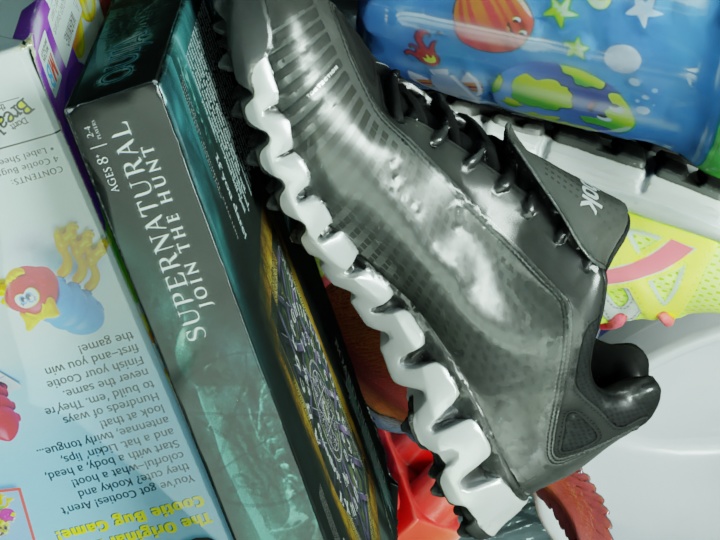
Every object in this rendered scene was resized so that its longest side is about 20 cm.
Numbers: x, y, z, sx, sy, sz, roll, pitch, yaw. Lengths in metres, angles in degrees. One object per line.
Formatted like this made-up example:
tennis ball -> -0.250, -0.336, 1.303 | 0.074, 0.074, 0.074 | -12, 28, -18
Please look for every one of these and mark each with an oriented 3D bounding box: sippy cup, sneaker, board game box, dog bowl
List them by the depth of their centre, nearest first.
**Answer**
board game box -> -0.030, 0.018, 0.684 | 0.028, 0.135, 0.201 | -16, 111, 8
sneaker -> 0.029, -0.018, 0.694 | 0.090, 0.067, 0.201 | -24, 114, 9
board game box -> -0.102, 0.008, 0.698 | 0.104, 0.103, 0.201 | -13, 121, 10
sippy cup -> 0.065, -0.102, 0.715 | 0.129, 0.140, 0.179 | 6, 130, 1
sneaker -> 0.061, -0.004, 0.770 | 0.198, 0.078, 0.091 | 16, 100, 4
dog bowl -> 0.163, 0.046, 0.952 | 0.198, 0.079, 0.201 | -4, 142, -3

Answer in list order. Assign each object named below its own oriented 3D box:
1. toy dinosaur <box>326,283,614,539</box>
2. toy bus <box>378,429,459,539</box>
toy dinosaur -> 0.000, 0.000, 0.814 | 0.180, 0.200, 0.106 | 25, 105, -24
toy bus -> -0.025, 0.153, 0.968 | 0.135, 0.201, 0.192 | 24, 125, -37
